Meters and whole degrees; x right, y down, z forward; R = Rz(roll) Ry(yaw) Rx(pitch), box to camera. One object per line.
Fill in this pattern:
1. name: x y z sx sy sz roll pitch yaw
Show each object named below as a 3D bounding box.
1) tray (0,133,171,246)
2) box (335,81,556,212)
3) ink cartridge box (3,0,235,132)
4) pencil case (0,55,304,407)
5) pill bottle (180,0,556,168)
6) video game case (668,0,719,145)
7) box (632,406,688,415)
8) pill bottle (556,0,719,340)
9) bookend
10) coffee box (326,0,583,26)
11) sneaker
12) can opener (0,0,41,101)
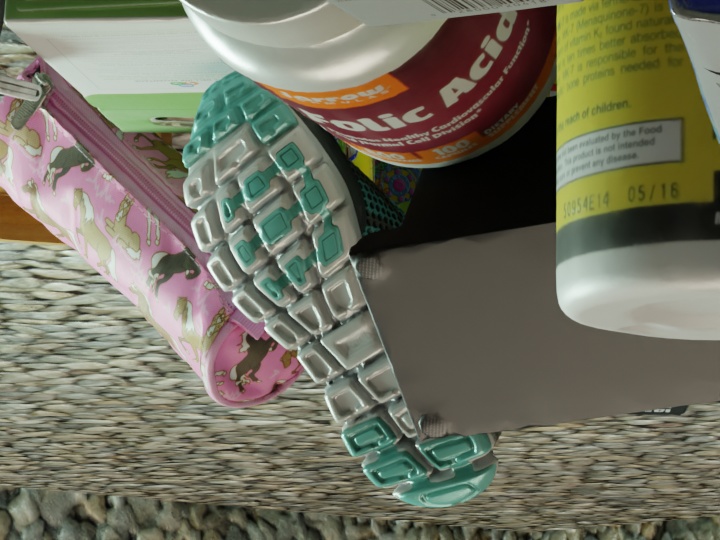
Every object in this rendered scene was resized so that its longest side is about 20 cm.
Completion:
1. tray: -0.180 -0.050 1.585 0.098 0.037 0.200 4 170 -20
2. box: 0.071 -0.047 1.349 0.199 0.123 0.193 3 169 -17
3. ink cartridge box: -0.074 -0.108 1.196 0.103 0.060 0.200 -1 170 9
4. pencil case: -0.095 -0.022 1.318 0.200 0.083 0.086 43 -153 30
5. pill bottle: -0.001 -0.110 1.023 0.114 0.115 0.200 -3 170 18
6. video game case: 0.104 -0.131 0.665 0.045 0.201 0.181 1 170 14
7. box: 0.081 0.037 1.355 0.159 0.044 0.200 0 171 3
8. pill bottle: 0.120 -0.084 0.928 0.114 0.201 0.114 0 170 0
9. bookend: 0.120 -0.037 1.134 0.199 0.092 0.199 -9 -149 20
10. coffee box: -0.004 -0.151 0.807 0.079 0.115 0.200 -4 168 24
11. sneaker: 0.000 0.000 1.187 0.077 0.200 0.091 -25 -169 32
12. can opener: -0.203 -0.102 1.201 0.053 0.067 0.200 13 179 -44
